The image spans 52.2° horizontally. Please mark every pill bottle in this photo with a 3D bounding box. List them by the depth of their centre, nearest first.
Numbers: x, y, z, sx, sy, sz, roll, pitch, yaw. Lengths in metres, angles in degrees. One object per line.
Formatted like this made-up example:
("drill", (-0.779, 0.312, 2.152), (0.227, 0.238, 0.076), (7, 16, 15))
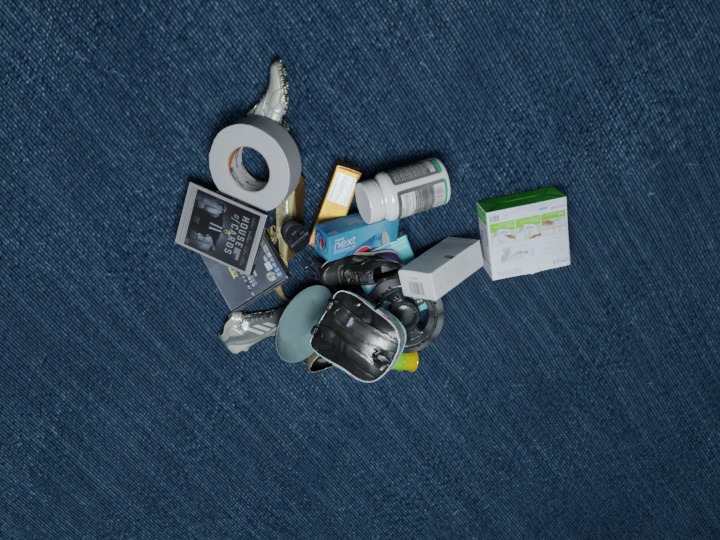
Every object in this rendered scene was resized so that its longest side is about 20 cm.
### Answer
("pill bottle", (0.095, -0.178, 1.663), (0.197, 0.113, 0.115), (-17, 114, -17))

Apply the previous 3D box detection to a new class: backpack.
("backpack", (0.005, 0.155, 1.704), (0.199, 0.150, 0.179), (33, 101, 15))

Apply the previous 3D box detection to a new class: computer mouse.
("computer mouse", (-0.132, -0.048, 1.698), (0.058, 0.034, 0.201), (-39, 136, -11))

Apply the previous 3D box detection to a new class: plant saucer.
("plant saucer", (-0.142, 0.123, 1.779), (0.200, 0.038, 0.204), (-31, 135, -38))

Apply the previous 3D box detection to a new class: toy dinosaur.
("toy dinosaur", (-0.221, 0.001, 1.753), (0.099, 0.058, 0.203), (-10, 112, -4))

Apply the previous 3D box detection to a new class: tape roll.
("tape roll", (-0.231, -0.232, 1.612), (0.197, 0.066, 0.203), (9, 120, 16))

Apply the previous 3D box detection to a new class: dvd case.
("dvd case", (-0.311, -0.094, 1.645), (0.198, 0.025, 0.152), (23, 109, 11))

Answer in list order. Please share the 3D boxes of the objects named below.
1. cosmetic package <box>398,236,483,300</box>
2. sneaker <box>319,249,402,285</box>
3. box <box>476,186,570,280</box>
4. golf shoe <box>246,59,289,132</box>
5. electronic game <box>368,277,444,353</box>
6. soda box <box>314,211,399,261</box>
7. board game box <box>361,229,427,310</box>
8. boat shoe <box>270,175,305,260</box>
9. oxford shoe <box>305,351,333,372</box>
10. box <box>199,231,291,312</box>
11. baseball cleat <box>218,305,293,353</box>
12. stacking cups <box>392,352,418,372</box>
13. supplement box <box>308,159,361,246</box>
("cosmetic package", (0.191, -0.008, 1.720), (0.199, 0.101, 0.075), (-35, 120, -39))
("sneaker", (0.000, 0.000, 1.710), (0.197, 0.088, 0.077), (-12, 113, -1))
("box", (0.393, -0.088, 1.767), (0.197, 0.097, 0.179), (-12, 113, -2))
("golf shoe", (-0.203, -0.357, 1.607), (0.095, 0.078, 0.203), (2, 110, -1))
("electronic game", (0.106, 0.107, 1.789), (0.196, 0.042, 0.203), (0, 108, 1))
("soda box", (-0.007, -0.086, 1.687), (0.198, 0.064, 0.069), (-18, 129, -31))
("board game box", (0.076, 0.022, 1.801), (0.149, 0.047, 0.202), (-22, 112, 3))
("boat shoe", (-0.170, -0.126, 1.708), (0.062, 0.073, 0.203), (13, 106, 20))
("oxford shoe", (-0.046, 0.201, 1.842), (0.198, 0.075, 0.071), (-31, 112, 6))
("box", (-0.274, -0.029, 1.695), (0.156, 0.051, 0.202), (-30, 83, 7))
("baseball cleat", (-0.256, 0.125, 1.792), (0.199, 0.070, 0.107), (-34, 112, 6))
("stacking cups", (0.049, 0.217, 1.838), (0.197, 0.061, 0.061), (9, 111, -29))
("supplement box", (-0.060, -0.151, 1.707), (0.068, 0.067, 0.202), (20, 107, -11))
